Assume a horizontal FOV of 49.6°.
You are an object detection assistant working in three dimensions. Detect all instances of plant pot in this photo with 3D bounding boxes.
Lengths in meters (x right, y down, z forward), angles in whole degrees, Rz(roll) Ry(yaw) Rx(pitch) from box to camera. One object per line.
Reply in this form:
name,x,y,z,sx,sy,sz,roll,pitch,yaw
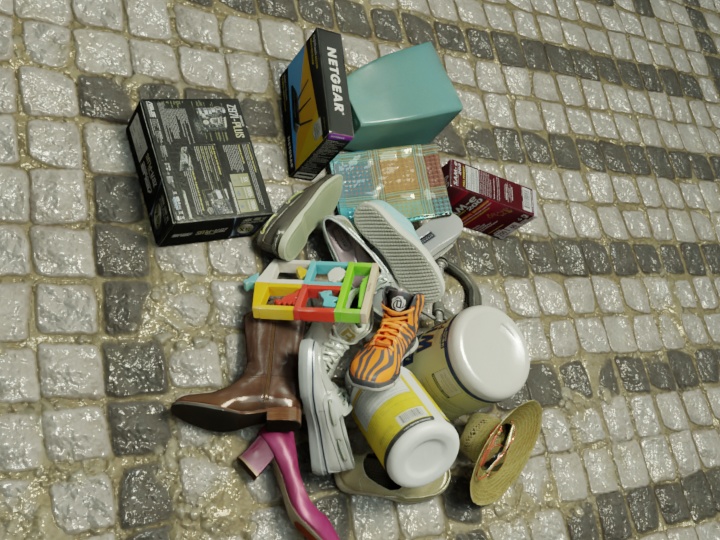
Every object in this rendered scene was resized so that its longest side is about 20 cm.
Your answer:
plant pot,0.047,-0.296,1.399,0.199,0.141,0.142,-21,80,-29

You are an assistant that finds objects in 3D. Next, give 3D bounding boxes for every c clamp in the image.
c clamp,0.154,0.040,1.339,0.170,0.027,0.201,39,33,-15

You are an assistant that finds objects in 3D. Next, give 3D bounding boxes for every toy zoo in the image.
toy zoo,-0.078,0.028,1.162,0.198,0.021,0.132,2,34,9

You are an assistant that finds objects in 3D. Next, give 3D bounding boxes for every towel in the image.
towel,0.049,-0.146,1.346,0.198,0.022,0.148,-9,72,-7

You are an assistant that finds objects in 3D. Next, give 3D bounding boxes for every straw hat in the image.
straw hat,0.205,0.275,1.261,0.085,0.203,0.200,26,41,35

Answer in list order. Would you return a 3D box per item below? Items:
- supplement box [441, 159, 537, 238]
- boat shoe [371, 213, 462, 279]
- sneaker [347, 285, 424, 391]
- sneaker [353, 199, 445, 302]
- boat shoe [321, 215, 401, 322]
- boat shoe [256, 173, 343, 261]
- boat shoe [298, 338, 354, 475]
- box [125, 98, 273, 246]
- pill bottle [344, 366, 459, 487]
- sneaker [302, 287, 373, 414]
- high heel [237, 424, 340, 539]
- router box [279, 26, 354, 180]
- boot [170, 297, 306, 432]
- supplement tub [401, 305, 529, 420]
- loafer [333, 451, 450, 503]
supplement box,0.217,-0.129,1.443,0.198,0.109,0.061,16,61,-25
boat shoe,0.089,-0.029,1.342,0.199,0.066,0.072,-35,65,-20
sneaker,0.037,0.086,1.116,0.077,0.113,0.200,13,25,14
sneaker,0.078,-0.041,1.271,0.201,0.074,0.082,53,36,6
boat shoe,0.001,-0.002,1.257,0.203,0.074,0.065,59,10,6
boat shoe,-0.094,-0.097,1.256,0.060,0.072,0.202,18,46,21
boat shoe,-0.044,0.190,1.100,0.066,0.074,0.202,-5,107,5
box,-0.243,-0.151,1.175,0.163,0.086,0.202,-10,75,-35
pill bottle,0.051,0.208,1.132,0.111,0.113,0.200,7,25,-29
sneaker,-0.046,0.112,1.163,0.073,0.115,0.201,33,56,-17
high heel,-0.073,0.298,1.086,0.096,0.067,0.200,-42,90,-27
router box,-0.076,-0.275,1.299,0.051,0.149,0.202,5,65,-31
boot,-0.168,0.126,1.113,0.185,0.064,0.201,9,52,-15
supplement tub,0.148,0.151,1.213,0.144,0.200,0.146,13,62,-27
loafer,0.059,0.307,1.168,0.198,0.068,0.076,7,67,-28
